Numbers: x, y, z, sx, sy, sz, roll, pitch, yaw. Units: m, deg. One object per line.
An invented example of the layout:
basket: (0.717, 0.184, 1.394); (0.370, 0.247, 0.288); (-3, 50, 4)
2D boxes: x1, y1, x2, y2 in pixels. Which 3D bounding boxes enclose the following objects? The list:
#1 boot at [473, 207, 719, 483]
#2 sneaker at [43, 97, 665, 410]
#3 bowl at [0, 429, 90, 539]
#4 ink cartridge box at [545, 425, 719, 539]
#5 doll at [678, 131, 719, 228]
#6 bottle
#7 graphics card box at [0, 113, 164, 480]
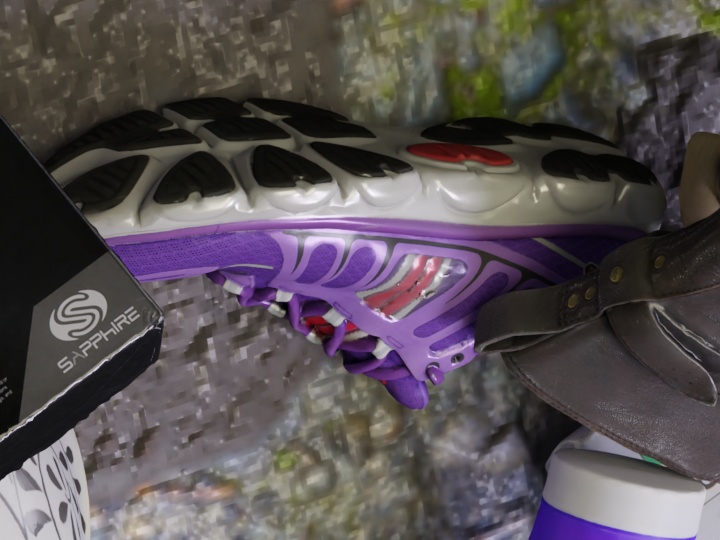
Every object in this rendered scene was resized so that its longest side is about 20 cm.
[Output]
boot: (0.153, 0.016, 0.788); (0.200, 0.174, 0.069); (23, 55, -18)
sneaker: (0.000, 0.000, 0.817); (0.200, 0.081, 0.084); (4, 107, -27)
bowl: (-0.149, 0.093, 0.751); (0.201, 0.094, 0.201); (-7, 105, -26)
ink cartridge box: (0.180, 0.094, 0.893); (0.161, 0.050, 0.200); (-34, 82, -17)
doll: (0.193, -0.028, 0.807); (0.137, 0.200, 0.048); (65, 31, -25)
bottle: (0.058, 0.155, 0.842); (0.065, 0.084, 0.200); (13, 96, 7)
graphics card box: (-0.156, -0.022, 0.692); (0.125, 0.051, 0.200); (-38, 80, -15)
